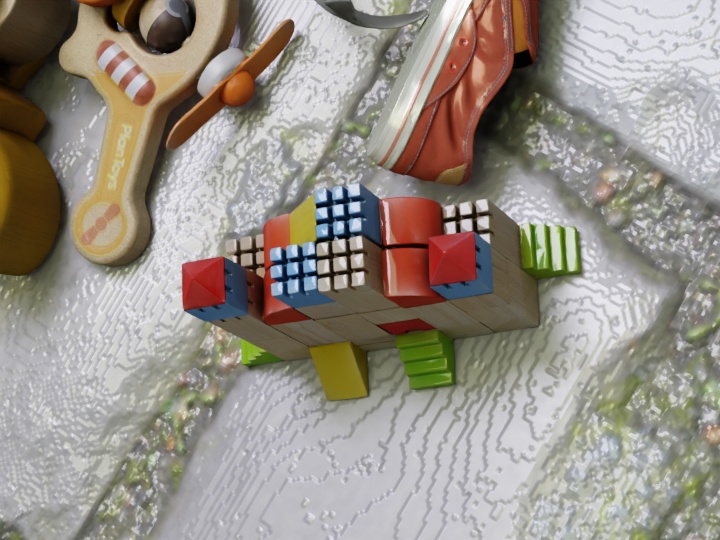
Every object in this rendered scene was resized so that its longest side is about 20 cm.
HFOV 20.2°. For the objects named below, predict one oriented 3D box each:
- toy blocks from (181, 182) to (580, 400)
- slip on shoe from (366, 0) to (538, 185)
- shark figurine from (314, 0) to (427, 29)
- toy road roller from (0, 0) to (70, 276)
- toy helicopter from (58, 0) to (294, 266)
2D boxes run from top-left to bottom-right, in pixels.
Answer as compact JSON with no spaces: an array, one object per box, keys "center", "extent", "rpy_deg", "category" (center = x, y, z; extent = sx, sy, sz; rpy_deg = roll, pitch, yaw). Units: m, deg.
[{"center":[0.000,0.000,1.049],"extent":[0.199,0.137,0.101],"rpy_deg":[-9,73,21],"category":"toy blocks"},{"center":[0.071,-0.136,1.102],"extent":[0.061,0.074,0.201],"rpy_deg":[27,81,-7],"category":"slip on shoe"},{"center":[-0.028,-0.224,1.138],"extent":[0.127,0.090,0.216],"rpy_deg":[-5,63,26],"category":"shark figurine"},{"center":[-0.226,-0.086,1.185],"extent":[0.146,0.123,0.200],"rpy_deg":[39,96,14],"category":"toy road roller"},{"center":[-0.118,-0.098,1.176],"extent":[0.131,0.079,0.201],"rpy_deg":[15,93,17],"category":"toy helicopter"}]
